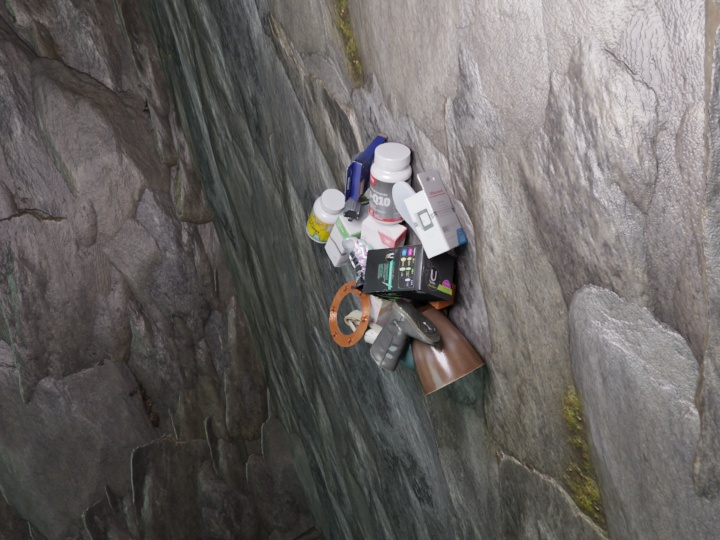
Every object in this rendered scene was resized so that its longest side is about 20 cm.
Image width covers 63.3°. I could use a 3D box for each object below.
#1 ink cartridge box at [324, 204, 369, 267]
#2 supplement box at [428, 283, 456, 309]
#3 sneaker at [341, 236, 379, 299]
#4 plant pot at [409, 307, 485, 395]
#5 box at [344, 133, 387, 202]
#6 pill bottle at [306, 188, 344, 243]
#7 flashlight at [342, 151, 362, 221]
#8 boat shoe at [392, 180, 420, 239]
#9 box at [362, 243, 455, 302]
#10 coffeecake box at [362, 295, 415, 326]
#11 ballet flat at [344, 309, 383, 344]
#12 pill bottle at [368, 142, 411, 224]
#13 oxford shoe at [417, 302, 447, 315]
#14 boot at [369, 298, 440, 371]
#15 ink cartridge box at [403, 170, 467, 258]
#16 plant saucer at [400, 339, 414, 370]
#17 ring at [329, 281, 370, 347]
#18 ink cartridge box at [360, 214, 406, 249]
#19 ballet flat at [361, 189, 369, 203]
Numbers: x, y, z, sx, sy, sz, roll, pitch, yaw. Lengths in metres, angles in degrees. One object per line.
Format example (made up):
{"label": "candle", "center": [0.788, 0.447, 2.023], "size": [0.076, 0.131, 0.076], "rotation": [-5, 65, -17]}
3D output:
{"label": "ink cartridge box", "center": [-0.017, -0.111, 1.846], "size": [0.085, 0.145, 0.200], "rotation": [59, 151, 17]}
{"label": "supplement box", "center": [0.183, 0.026, 1.673], "size": [0.200, 0.068, 0.067], "rotation": [43, 142, 44]}
{"label": "sneaker", "center": [0.000, 0.000, 1.674], "size": [0.199, 0.140, 0.078], "rotation": [38, 146, 7]}
{"label": "plant pot", "center": [0.215, 0.212, 1.623], "size": [0.201, 0.186, 0.187], "rotation": [62, 152, 11]}
{"label": "box", "center": [0.016, -0.279, 1.614], "size": [0.032, 0.200, 0.122], "rotation": [23, 137, 16]}
{"label": "pill bottle", "center": [-0.114, -0.188, 2.001], "size": [0.113, 0.112, 0.200], "rotation": [59, 152, 16]}
{"label": "flashlight", "center": [-0.009, -0.246, 1.696], "size": [0.068, 0.202, 0.068], "rotation": [-13, 144, 37]}
{"label": "boat shoe", "center": [0.159, -0.156, 1.556], "size": [0.070, 0.066, 0.201], "rotation": [-32, 97, 40]}
{"label": "box", "center": [0.129, 0.012, 1.564], "size": [0.199, 0.148, 0.126], "rotation": [-5, 74, 42]}
{"label": "coffeecake box", "center": [0.091, 0.104, 1.802], "size": [0.073, 0.153, 0.201], "rotation": [52, 150, 28]}
{"label": "ballet flat", "center": [0.022, 0.186, 1.752], "size": [0.200, 0.062, 0.068], "rotation": [33, 135, 46]}
{"label": "pill bottle", "center": [0.081, -0.238, 1.605], "size": [0.114, 0.113, 0.201], "rotation": [43, 144, 39]}
{"label": "oxford shoe", "center": [0.191, 0.140, 1.742], "size": [0.072, 0.071, 0.200], "rotation": [65, 151, 7]}
{"label": "boot", "center": [0.114, 0.200, 1.578], "size": [0.182, 0.072, 0.201], "rotation": [46, 123, 37]}
{"label": "ink cartridge box", "center": [0.183, -0.144, 1.475], "size": [0.066, 0.115, 0.202], "rotation": [-24, 89, 36]}
{"label": "plant saucer", "center": [0.120, 0.196, 1.710], "size": [0.200, 0.036, 0.202], "rotation": [-11, -90, -89]}
{"label": "ring", "center": [-0.039, 0.131, 1.774], "size": [0.200, 0.019, 0.203], "rotation": [-20, 64, 47]}
{"label": "ink cartridge box", "center": [0.061, -0.065, 1.729], "size": [0.116, 0.068, 0.201], "rotation": [30, 145, 19]}
{"label": "ballet flat", "center": [0.027, -0.233, 1.762], "size": [0.200, 0.069, 0.070], "rotation": [-11, 101, 62]}
